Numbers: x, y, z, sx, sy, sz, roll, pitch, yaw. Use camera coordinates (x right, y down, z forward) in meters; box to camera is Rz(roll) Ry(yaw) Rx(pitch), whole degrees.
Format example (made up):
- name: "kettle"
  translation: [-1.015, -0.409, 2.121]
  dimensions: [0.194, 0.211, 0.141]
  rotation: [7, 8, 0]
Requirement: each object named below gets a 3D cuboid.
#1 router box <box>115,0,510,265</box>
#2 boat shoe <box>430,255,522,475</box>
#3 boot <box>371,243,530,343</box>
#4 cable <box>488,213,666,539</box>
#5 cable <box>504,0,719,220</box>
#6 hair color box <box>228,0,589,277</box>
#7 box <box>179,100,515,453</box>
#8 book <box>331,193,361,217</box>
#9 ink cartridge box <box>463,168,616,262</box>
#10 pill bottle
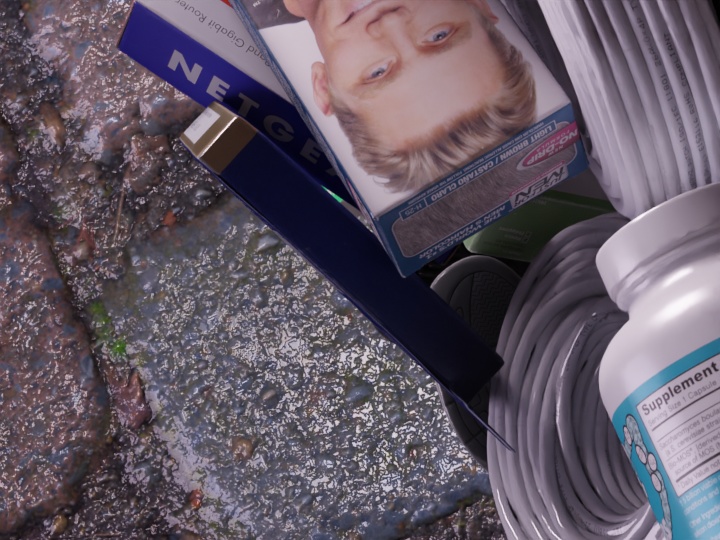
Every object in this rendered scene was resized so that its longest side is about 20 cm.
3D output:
- name: "router box"
  translation: [0.007, -0.131, 1.081]
  dimensions: [0.199, 0.180, 0.049]
  rotation: [34, 150, -1]
- name: "boat shoe"
  translation: [0.090, 0.082, 1.140]
  dimensions: [0.203, 0.074, 0.065]
  rotation: [59, 179, -15]
- name: "boot"
  translation: [0.115, 0.034, 1.286]
  dimensions: [0.158, 0.209, 0.080]
  rotation: [70, -164, -61]
- name: "cable"
  translation: [0.136, 0.074, 1.002]
  dimensions: [0.200, 0.069, 0.202]
  rotation: [-19, 70, 58]
- name: "cable"
  translation: [0.105, -0.117, 0.925]
  dimensions: [0.200, 0.069, 0.201]
  rotation: [-108, -6, -70]
- name: "hair color box"
  translation: [0.009, -0.107, 0.961]
  dimensions: [0.201, 0.100, 0.061]
  rotation: [58, 177, 29]
- name: "box"
  translation: [0.000, 0.000, 1.005]
  dimensions: [0.200, 0.032, 0.121]
  rotation: [44, 179, -12]
- name: "book"
  translation: [-0.010, -0.134, 1.197]
  dimensions: [0.133, 0.048, 0.201]
  rotation: [-26, 67, 55]
- name: "ink cartridge box"
  translation: [0.098, -0.079, 1.198]
  dimensions: [0.048, 0.145, 0.200]
  rotation: [-63, 32, 31]
- name: "pill bottle"
  translation: [0.161, 0.069, 0.810]
  dimensions: [0.111, 0.110, 0.201]
  rotation: [60, -173, -70]
